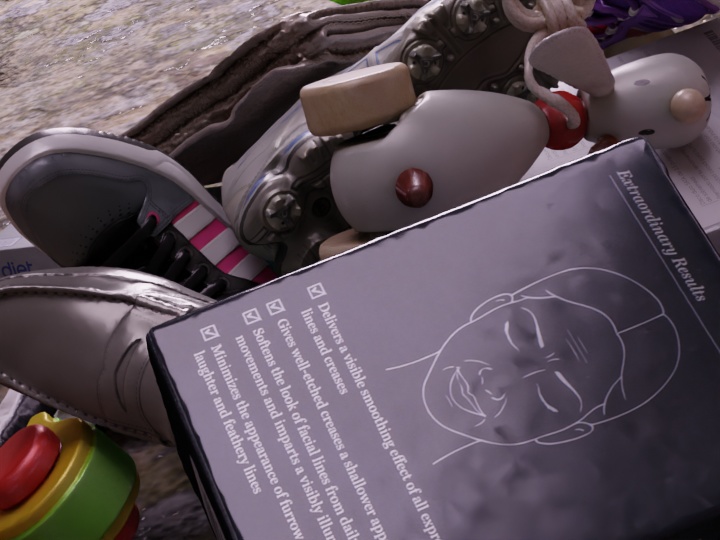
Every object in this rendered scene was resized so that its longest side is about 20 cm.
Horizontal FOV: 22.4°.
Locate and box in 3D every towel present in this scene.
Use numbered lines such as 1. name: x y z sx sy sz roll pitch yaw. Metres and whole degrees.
1. towel: -0.051 -0.085 0.961 0.199 0.035 0.132 -30 -9 40

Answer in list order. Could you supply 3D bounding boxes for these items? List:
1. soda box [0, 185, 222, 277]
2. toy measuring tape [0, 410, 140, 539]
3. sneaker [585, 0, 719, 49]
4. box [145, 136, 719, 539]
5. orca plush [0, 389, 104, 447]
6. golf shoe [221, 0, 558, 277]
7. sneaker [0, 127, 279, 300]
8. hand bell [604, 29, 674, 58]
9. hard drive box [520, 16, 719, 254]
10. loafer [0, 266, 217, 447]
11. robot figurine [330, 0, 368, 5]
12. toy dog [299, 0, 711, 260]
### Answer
1. soda box: -0.118 -0.002 1.048 0.199 0.069 0.063 -5 24 27
2. toy measuring tape: -0.123 0.077 0.845 0.073 0.074 0.201 -6 41 26
3. sneaker: 0.129 -0.137 0.934 0.083 0.081 0.200 -47 6 -2
4. box: 0.045 0.068 0.649 0.199 0.107 0.149 -21 57 -9
5. orca plush: -0.135 0.059 0.927 0.071 0.106 0.200 21 31 8
6. golf shoe: 0.012 -0.085 0.868 0.200 0.079 0.097 -38 32 -8
7. sneaker: -0.084 0.021 0.861 0.084 0.200 0.121 -44 41 16
8. hand bell: 0.111 -0.051 1.003 0.103 0.105 0.201 -4 40 29
9. hard drive box: 0.138 -0.032 0.875 0.199 0.077 0.156 -19 38 -5
10. loafer: -0.080 0.041 0.788 0.198 0.071 0.070 9 7 4
11. robot figurine: 0.006 -0.096 1.090 0.199 0.116 0.177 -13 60 30
12. toy dog: 0.067 -0.056 0.784 0.199 0.132 0.096 -36 19 -10
